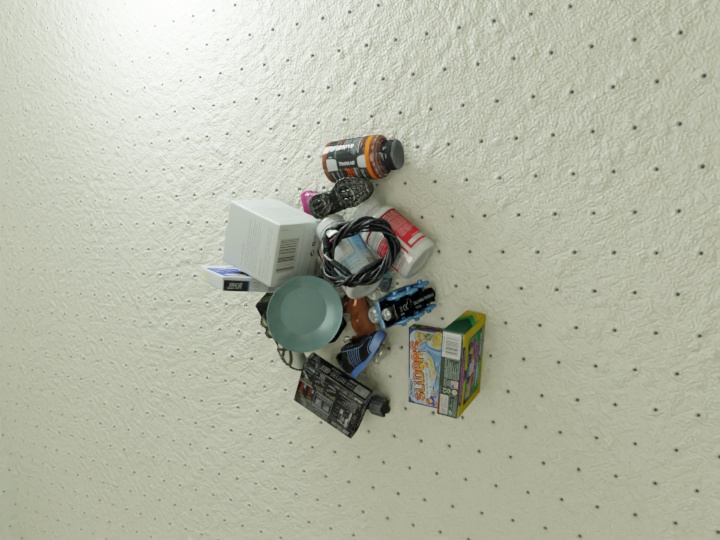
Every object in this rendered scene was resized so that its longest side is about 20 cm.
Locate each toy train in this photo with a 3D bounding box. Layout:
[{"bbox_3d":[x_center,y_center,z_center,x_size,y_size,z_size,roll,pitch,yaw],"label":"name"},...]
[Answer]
[{"bbox_3d":[0.101,0.084,1.524,0.113,0.198,0.089,-16,94,43],"label":"toy train"}]

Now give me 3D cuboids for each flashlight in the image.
[{"bbox_3d":[-0.017,0.348,1.726,0.196,0.067,0.070,12,118,31],"label":"flashlight"}]

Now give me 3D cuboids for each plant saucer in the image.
[{"bbox_3d":[-0.144,0.108,1.607,0.196,0.039,0.206,-4,104,-14],"label":"plant saucer"}]

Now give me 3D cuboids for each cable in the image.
[{"bbox_3d":[-0.001,-0.043,1.474,0.195,0.051,0.167,-4,69,16],"label":"cable"}]

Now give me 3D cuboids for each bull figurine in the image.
[{"bbox_3d":[0.003,0.151,1.666,0.119,0.065,0.204,-12,102,35],"label":"bull figurine"}]

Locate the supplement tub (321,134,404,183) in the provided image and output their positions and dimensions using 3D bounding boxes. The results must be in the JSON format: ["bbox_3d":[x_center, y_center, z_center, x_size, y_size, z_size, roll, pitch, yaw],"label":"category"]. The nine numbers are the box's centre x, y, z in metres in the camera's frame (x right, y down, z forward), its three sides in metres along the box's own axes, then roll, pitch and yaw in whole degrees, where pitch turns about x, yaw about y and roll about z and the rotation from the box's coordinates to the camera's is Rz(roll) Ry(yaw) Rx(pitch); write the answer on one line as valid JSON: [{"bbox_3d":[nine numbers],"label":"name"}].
[{"bbox_3d":[0.008,-0.277,1.551,0.196,0.106,0.110,-2,100,32],"label":"supplement tub"}]

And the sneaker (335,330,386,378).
[{"bbox_3d":[-0.004,0.203,1.608,0.077,0.070,0.201,38,135,4],"label":"sneaker"}]

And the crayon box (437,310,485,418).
[{"bbox_3d":[0.239,0.216,1.477,0.057,0.172,0.205,9,105,25],"label":"crayon box"}]

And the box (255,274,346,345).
[{"bbox_3d":[-0.163,0.122,1.725,0.196,0.086,0.166,-14,112,31],"label":"box"}]

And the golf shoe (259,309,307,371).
[{"bbox_3d":[-0.182,0.183,1.669,0.093,0.078,0.202,-22,117,22],"label":"golf shoe"}]

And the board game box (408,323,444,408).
[{"bbox_3d":[0.187,0.247,1.597,0.133,0.034,0.206,6,103,30],"label":"board game box"}]

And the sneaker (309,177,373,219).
[{"bbox_3d":[-0.039,-0.189,1.580,0.197,0.090,0.078,-13,95,39],"label":"sneaker"}]

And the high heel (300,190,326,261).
[{"bbox_3d":[-0.119,-0.116,1.703,0.095,0.066,0.205,14,123,57],"label":"high heel"}]

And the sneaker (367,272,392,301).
[{"bbox_3d":[0.000,0.000,1.648,0.197,0.077,0.088,30,101,17],"label":"sneaker"}]

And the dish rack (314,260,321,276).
[{"bbox_3d":[-0.191,-0.032,1.766,0.169,0.043,0.204,-22,89,34],"label":"dish rack"}]

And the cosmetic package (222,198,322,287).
[{"bbox_3d":[-0.232,-0.078,1.646,0.198,0.163,0.169,26,113,33],"label":"cosmetic package"}]

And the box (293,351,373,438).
[{"bbox_3d":[-0.076,0.337,1.687,0.197,0.050,0.160,30,128,15],"label":"box"}]

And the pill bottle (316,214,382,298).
[{"bbox_3d":[-0.032,-0.039,1.572,0.109,0.107,0.202,-49,59,30],"label":"pill bottle"}]

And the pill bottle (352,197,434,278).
[{"bbox_3d":[0.077,-0.085,1.547,0.200,0.112,0.113,43,119,17],"label":"pill bottle"}]

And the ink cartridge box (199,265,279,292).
[{"bbox_3d":[-0.313,0.022,1.690,0.199,0.194,0.048,13,100,57],"label":"ink cartridge box"}]
